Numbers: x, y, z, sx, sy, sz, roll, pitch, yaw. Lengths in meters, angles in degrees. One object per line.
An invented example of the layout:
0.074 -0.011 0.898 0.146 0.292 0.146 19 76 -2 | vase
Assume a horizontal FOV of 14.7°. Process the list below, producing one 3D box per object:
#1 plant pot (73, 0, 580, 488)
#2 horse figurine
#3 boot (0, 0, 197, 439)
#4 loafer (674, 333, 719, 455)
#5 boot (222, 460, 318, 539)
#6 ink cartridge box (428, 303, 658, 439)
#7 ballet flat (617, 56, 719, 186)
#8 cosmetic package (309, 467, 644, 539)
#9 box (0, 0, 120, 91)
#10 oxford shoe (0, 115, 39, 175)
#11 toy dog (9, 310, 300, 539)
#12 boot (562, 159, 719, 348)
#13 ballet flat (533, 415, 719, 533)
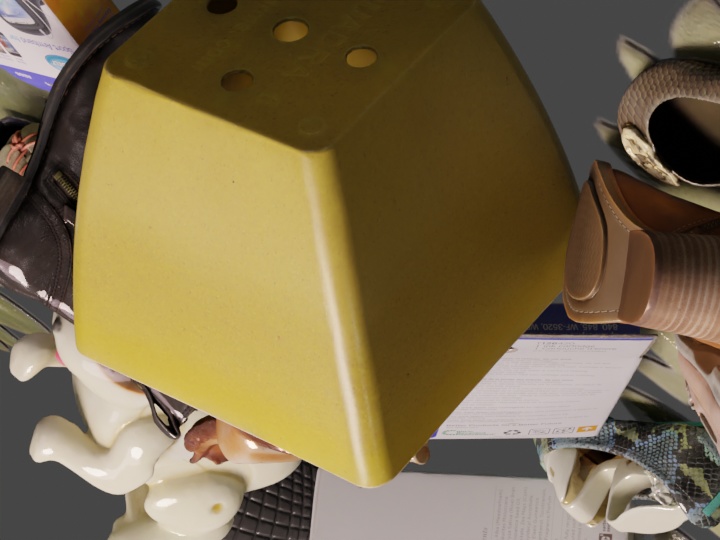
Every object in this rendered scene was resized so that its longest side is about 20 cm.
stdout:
-0.023 -0.051 1.367 0.199 0.200 0.177 22 141 30 | plant pot
-0.029 0.082 1.446 0.132 0.050 0.200 3 179 0 | horse figurine
-0.110 -0.030 1.532 0.174 0.200 0.069 32 172 -1 | boot
0.186 0.065 1.331 0.072 0.063 0.200 5 -167 0 | loafer
-0.069 0.129 1.842 0.070 0.201 0.132 20 162 -16 | boot
0.049 0.047 1.521 0.197 0.047 0.200 1 159 -5 | ink cartridge box
0.166 -0.061 1.229 0.067 0.046 0.200 41 162 -19 | ballet flat
0.074 0.175 1.756 0.199 0.072 0.102 2 159 11 | cosmetic package
-0.206 -0.172 1.587 0.119 0.042 0.200 17 156 41 | box
-0.201 -0.050 1.756 0.075 0.070 0.200 57 170 -21 | oxford shoe
-0.110 0.066 1.639 0.193 0.140 0.200 -9 143 10 | toy dog
0.184 0.000 1.314 0.154 0.077 0.200 9 -176 -12 | boot
0.151 0.119 1.635 0.074 0.074 0.200 43 159 -21 | ballet flat
